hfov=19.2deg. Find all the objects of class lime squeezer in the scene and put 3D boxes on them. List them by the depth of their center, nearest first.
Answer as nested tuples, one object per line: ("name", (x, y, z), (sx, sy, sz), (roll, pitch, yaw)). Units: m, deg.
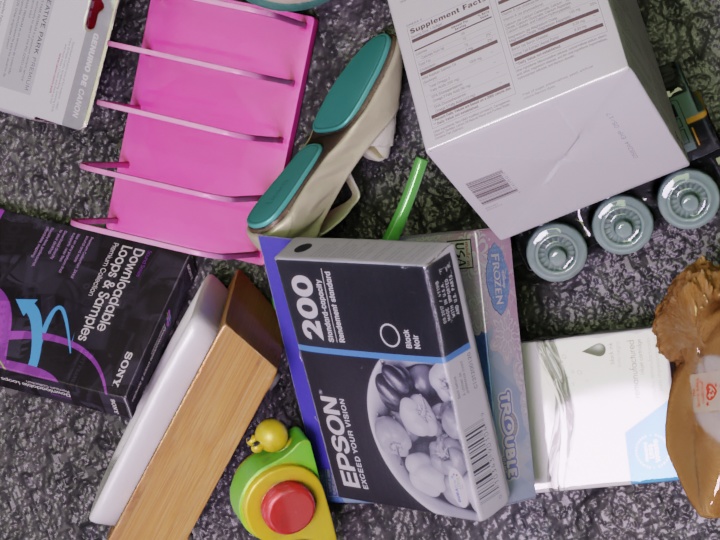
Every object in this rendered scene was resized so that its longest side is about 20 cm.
("lime squeezer", (0.000, 0.000, 1.585), (0.038, 0.071, 0.200), (24, 134, -24))

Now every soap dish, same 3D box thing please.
("soap dish", (-0.129, 0.111, 1.638), (0.081, 0.157, 0.201), (28, 103, -6))

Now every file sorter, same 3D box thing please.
("file sorter", (-0.133, -0.115, 1.647), (0.138, 0.125, 0.201), (13, 95, 14))

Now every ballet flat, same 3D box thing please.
("ballet flat", (-0.015, -0.090, 1.644), (0.069, 0.070, 0.200), (33, 78, 12))

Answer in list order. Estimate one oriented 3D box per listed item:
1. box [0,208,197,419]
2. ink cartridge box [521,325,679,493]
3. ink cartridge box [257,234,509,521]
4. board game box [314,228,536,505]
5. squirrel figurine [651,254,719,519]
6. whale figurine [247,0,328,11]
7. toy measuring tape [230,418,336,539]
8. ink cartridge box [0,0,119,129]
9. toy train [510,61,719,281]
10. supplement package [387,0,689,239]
("box", (-0.247, 0.029, 1.691), (0.199, 0.036, 0.143), (13, 58, 13))
("ink cartridge box", (0.144, 0.109, 1.610), (0.199, 0.067, 0.117), (-7, 89, 15))
("ink cartridge box", (0.004, 0.074, 1.541), (0.199, 0.043, 0.199), (4, 114, 44))
("board game box", (0.036, 0.075, 1.604), (0.198, 0.043, 0.201), (-6, 90, 44))
("squirrel figurine", (0.307, 0.075, 1.515), (0.142, 0.186, 0.200), (-58, 45, 32))
("whale figurine", (-0.073, -0.285, 1.590), (0.159, 0.104, 0.200), (-31, 80, -13))
("toy measuring tape", (-0.056, 0.204, 1.635), (0.073, 0.074, 0.201), (-7, 116, 15))
("ink cartridge box", (-0.252, -0.223, 1.692), (0.175, 0.084, 0.201), (18, 96, 19))
("toy train", (0.180, -0.072, 1.575), (0.199, 0.085, 0.114), (-22, 106, 12))
("supplement package", (0.117, -0.160, 1.490), (0.150, 0.152, 0.201), (-22, 60, 15))
